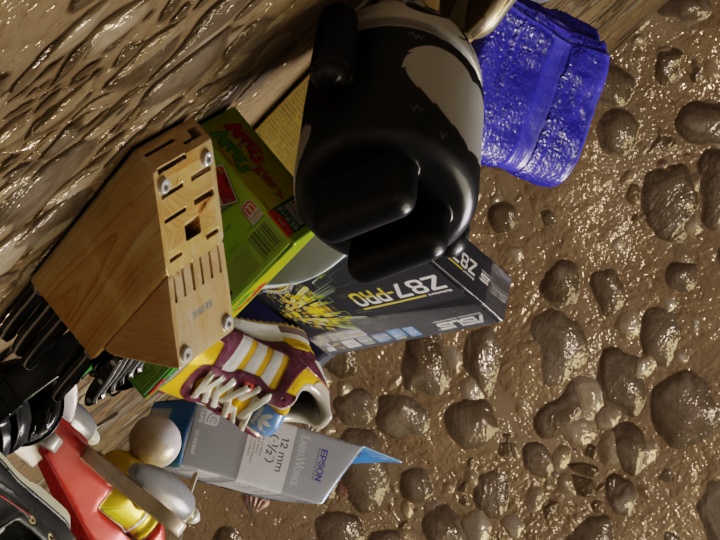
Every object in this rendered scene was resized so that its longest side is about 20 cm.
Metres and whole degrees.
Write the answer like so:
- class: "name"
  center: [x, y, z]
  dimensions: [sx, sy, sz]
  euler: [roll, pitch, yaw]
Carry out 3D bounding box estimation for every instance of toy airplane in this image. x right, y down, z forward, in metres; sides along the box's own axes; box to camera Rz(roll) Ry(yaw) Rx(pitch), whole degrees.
- class: "toy airplane"
  center: [-0.213, 0.155, 1.548]
  dimensions: [0.140, 0.201, 0.199]
  euler: [-33, 169, -23]

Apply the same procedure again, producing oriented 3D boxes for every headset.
- class: "headset"
  center: [-0.257, 0.115, 1.391]
  dimensions: [0.199, 0.094, 0.123]
  euler: [-36, 177, 15]

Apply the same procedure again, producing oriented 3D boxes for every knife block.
- class: "knife block"
  center: [-0.174, -0.005, 1.252]
  dimensions: [0.064, 0.174, 0.202]
  euler: [-37, 130, -49]

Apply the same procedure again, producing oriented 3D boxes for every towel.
- class: "towel"
  center: [0.137, -0.156, 1.592]
  dimensions: [0.199, 0.049, 0.149]
  euler: [13, 92, -51]

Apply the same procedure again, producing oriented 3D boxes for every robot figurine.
- class: "robot figurine"
  center: [0.022, -0.088, 1.243]
  dimensions: [0.151, 0.123, 0.201]
  euler: [101, -3, -45]

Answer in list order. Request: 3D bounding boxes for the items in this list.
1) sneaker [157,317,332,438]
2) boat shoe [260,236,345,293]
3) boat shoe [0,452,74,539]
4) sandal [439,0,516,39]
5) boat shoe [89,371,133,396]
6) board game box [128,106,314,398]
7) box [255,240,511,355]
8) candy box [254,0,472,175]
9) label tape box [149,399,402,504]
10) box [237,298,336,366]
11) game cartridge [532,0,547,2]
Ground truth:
- class: "sneaker"
  center: [-0.102, 0.092, 1.558]
  dimensions: [0.199, 0.091, 0.075]
  euler: [2, 142, -44]
- class: "boat shoe"
  center: [-0.100, -0.013, 1.486]
  dimensions: [0.198, 0.072, 0.091]
  euler: [-17, -177, 1]
- class: "boat shoe"
  center: [-0.273, 0.170, 1.331]
  dimensions: [0.073, 0.064, 0.201]
  euler: [-28, 136, 17]
- class: "sandal"
  center: [0.132, -0.235, 1.285]
  dimensions: [0.054, 0.081, 0.201]
  euler: [26, 110, -37]
- class: "boat shoe"
  center: [-0.208, 0.073, 1.638]
  dimensions: [0.075, 0.062, 0.200]
  euler: [-42, 177, -8]
- class: "board game box"
  center: [-0.119, -0.009, 1.307]
  dimensions: [0.200, 0.102, 0.048]
  euler: [-44, 174, 38]
- class: "box"
  center: [0.000, 0.000, 1.563]
  dimensions: [0.199, 0.161, 0.050]
  euler: [-12, -127, 39]
- class: "candy box"
  center: [0.005, -0.141, 1.406]
  dimensions: [0.200, 0.055, 0.115]
  euler: [-44, 175, 28]
- class: "label tape box"
  center: [-0.083, 0.170, 1.681]
  dimensions: [0.143, 0.198, 0.067]
  euler: [-13, -121, 68]
- class: "box"
  center: [-0.077, 0.028, 1.776]
  dimensions: [0.200, 0.148, 0.104]
  euler: [-40, 176, -26]
- class: "game cartridge"
  center: [0.187, -0.287, 1.389]
  dimensions: [0.134, 0.041, 0.200]
  euler: [-56, -173, -20]
